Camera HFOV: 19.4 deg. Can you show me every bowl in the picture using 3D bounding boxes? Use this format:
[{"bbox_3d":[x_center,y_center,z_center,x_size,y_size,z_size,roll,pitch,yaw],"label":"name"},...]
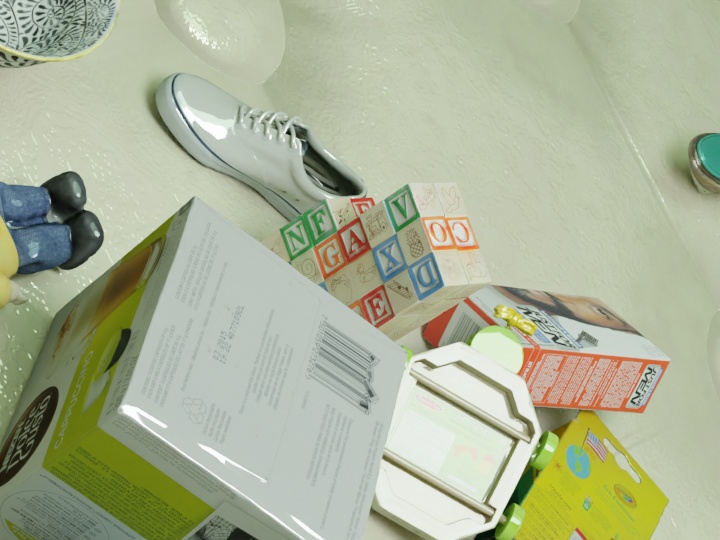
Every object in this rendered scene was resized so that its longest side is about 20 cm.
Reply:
[{"bbox_3d":[-0.289,-0.225,1.604,0.200,0.094,0.201,25,48,-32],"label":"bowl"}]

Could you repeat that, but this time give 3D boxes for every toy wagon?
[{"bbox_3d":[0.085,0.123,1.726,0.155,0.040,0.200,30,71,-7],"label":"toy wagon"}]

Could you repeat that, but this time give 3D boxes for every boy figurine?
[{"bbox_3d":[-0.281,-0.031,1.507,0.200,0.064,0.125,-8,73,-51],"label":"boy figurine"}]

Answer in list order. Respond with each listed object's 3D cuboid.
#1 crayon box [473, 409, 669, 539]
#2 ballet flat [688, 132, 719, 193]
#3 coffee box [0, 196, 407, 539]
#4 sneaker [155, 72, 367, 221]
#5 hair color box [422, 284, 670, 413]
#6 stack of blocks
[{"bbox_3d":[0.185,0.220,1.827,0.127,0.051,0.200,50,40,-8],"label":"crayon box"},{"bbox_3d":[0.396,-0.107,2.253,0.200,0.067,0.068,1,70,-45],"label":"ballet flat"},{"bbox_3d":[-0.117,0.114,1.470,0.200,0.198,0.200,36,44,-20],"label":"coffee box"},{"bbox_3d":[-0.078,-0.109,1.762,0.200,0.071,0.073,34,44,-26],"label":"sneaker"},{"bbox_3d":[0.166,0.068,1.866,0.200,0.064,0.111,8,26,-44],"label":"hair color box"},{"bbox_3d":[0.000,0.000,1.667,0.058,0.200,0.116,-4,69,-46],"label":"stack of blocks"}]
